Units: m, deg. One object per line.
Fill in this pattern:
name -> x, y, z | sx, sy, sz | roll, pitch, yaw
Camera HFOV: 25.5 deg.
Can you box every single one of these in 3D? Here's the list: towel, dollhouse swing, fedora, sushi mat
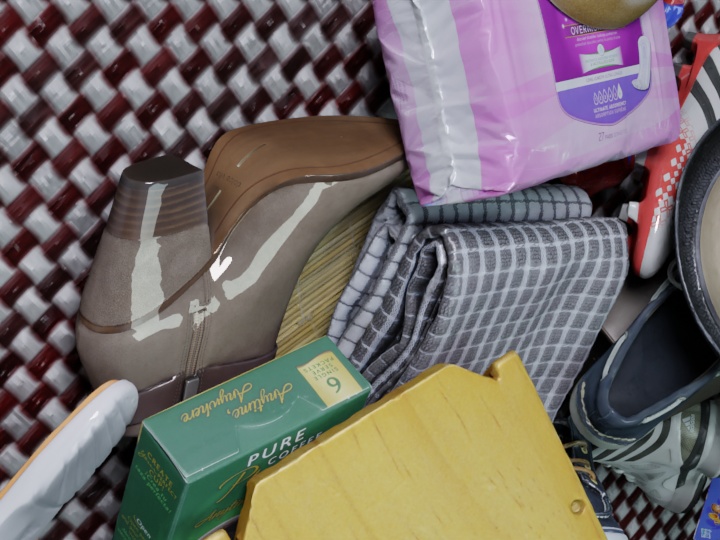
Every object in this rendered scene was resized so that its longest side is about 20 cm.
towel -> 0.058, 0.047, 0.935 | 0.165, 0.086, 0.200 | -7, 129, -44
dollhouse swing -> 0.003, 0.158, 0.892 | 0.200, 0.176, 0.182 | -30, 100, -20
fedora -> 0.277, -0.021, 0.926 | 0.200, 0.092, 0.201 | 10, 69, -29
sushi mat -> 0.000, 0.000, 0.929 | 0.200, 0.012, 0.096 | -35, 136, -24

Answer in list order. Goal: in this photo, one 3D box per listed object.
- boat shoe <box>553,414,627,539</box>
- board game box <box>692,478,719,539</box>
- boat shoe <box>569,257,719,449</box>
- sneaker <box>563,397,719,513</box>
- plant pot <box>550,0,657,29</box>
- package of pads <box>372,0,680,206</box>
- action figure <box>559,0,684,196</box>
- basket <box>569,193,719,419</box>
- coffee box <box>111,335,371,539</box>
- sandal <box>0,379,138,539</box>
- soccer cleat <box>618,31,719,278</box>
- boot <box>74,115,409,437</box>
boat shoe -> 0.124, 0.136, 1.024 | 0.071, 0.200, 0.091 | 1, 86, -5
board game box -> 0.315, 0.118, 1.232 | 0.200, 0.045, 0.135 | -35, 141, -63
boat shoe -> 0.207, 0.028, 0.967 | 0.200, 0.075, 0.062 | -38, 174, -16
sneaker -> 0.202, 0.123, 1.174 | 0.201, 0.115, 0.076 | 89, 12, -71
plant pot -> 0.128, -0.229, 0.837 | 0.200, 0.027, 0.201 | 8, 79, -49
package of pads -> 0.095, -0.111, 0.862 | 0.200, 0.076, 0.121 | -19, 101, -50
action figure -> 0.156, -0.118, 0.986 | 0.065, 0.052, 0.200 | -10, 126, -35
basket -> 0.227, 0.011, 1.071 | 0.200, 0.136, 0.181 | -34, 101, -18
coffee box -> -0.073, 0.128, 0.860 | 0.123, 0.044, 0.200 | -24, 151, -32
sandal -> -0.190, 0.119, 0.776 | 0.207, 0.059, 0.079 | -49, 169, 4
soccer cleat -> 0.220, -0.071, 0.999 | 0.069, 0.085, 0.200 | 96, 17, -52
boot -> -0.058, 0.004, 0.832 | 0.200, 0.070, 0.147 | -12, 121, -30
